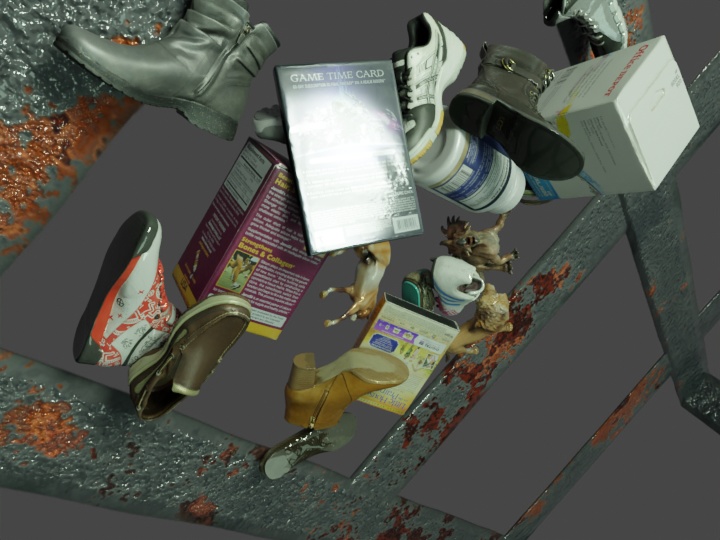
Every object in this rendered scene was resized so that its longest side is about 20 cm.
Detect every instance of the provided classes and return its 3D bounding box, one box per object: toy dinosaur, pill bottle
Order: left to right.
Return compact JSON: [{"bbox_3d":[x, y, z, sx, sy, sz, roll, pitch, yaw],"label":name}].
[{"bbox_3d":[0.157,-0.151,0.792,0.198,0.111,0.112,17,108,-43],"label":"pill bottle"},{"bbox_3d":[0.188,-0.034,0.916,0.133,0.087,0.201,-10,150,-5],"label":"toy dinosaur"}]

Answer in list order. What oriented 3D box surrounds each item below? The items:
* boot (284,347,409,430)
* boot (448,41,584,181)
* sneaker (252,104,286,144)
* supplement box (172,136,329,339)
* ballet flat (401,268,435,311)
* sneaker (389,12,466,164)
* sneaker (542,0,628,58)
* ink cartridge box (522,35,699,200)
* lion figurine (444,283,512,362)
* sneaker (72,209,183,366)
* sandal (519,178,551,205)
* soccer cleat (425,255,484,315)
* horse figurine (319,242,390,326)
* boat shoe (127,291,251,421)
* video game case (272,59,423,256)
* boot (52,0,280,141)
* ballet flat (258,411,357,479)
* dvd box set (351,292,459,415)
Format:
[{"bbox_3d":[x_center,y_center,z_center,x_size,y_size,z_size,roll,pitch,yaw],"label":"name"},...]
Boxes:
[{"bbox_3d":[-0.026,0.203,0.893,0.197,0.071,0.146,4,126,-7],"label":"boot"},{"bbox_3d":[0.221,-0.222,0.705,0.175,0.198,0.070,-52,172,-36],"label":"boot"},{"bbox_3d":[-0.042,-0.150,0.662,0.197,0.074,0.083,1,113,-38],"label":"sneaker"},{"bbox_3d":[-0.121,-0.035,0.663,0.130,0.103,0.202,25,103,-42],"label":"supplement box"},{"bbox_3d":[0.103,0.087,0.951,0.075,0.067,0.203,-28,132,-41],"label":"ballet flat"},{"bbox_3d":[0.061,-0.225,0.672,0.087,0.075,0.203,32,67,-33],"label":"sneaker"},{"bbox_3d":[0.324,-0.375,0.804,0.115,0.075,0.202,-34,124,-6],"label":"sneaker"},{"bbox_3d":[0.342,-0.208,0.785,0.148,0.199,0.145,-48,114,-20],"label":"ink cartridge box"},{"bbox_3d":[0.202,0.111,0.991,0.200,0.073,0.122,-47,149,23],"label":"lion figurine"},{"bbox_3d":[-0.250,0.029,0.637,0.107,0.067,0.203,16,111,-43],"label":"sneaker"},{"bbox_3d":[0.304,-0.141,0.939,0.198,0.080,0.058,-3,135,-36],"label":"sandal"},{"bbox_3d":[0.169,0.036,0.911,0.200,0.085,0.071,46,59,-62],"label":"soccer cleat"},{"bbox_3d":[0.000,0.000,0.813,0.131,0.050,0.204,-10,119,-47],"label":"horse figurine"},{"bbox_3d":[-0.189,0.106,0.610,0.074,0.076,0.202,23,128,-42],"label":"boat shoe"},{"bbox_3d":[-0.011,-0.128,0.600,0.140,0.019,0.204,-11,90,-22],"label":"video game case"},{"bbox_3d":[-0.180,-0.224,0.527,0.199,0.069,0.133,13,108,-53],"label":"boot"},{"bbox_3d":[-0.093,0.307,0.965,0.198,0.046,0.069,-22,99,-31],"label":"ballet flat"},{"bbox_3d":[0.057,0.148,0.918,0.144,0.030,0.202,21,115,-16],"label":"dvd box set"}]
